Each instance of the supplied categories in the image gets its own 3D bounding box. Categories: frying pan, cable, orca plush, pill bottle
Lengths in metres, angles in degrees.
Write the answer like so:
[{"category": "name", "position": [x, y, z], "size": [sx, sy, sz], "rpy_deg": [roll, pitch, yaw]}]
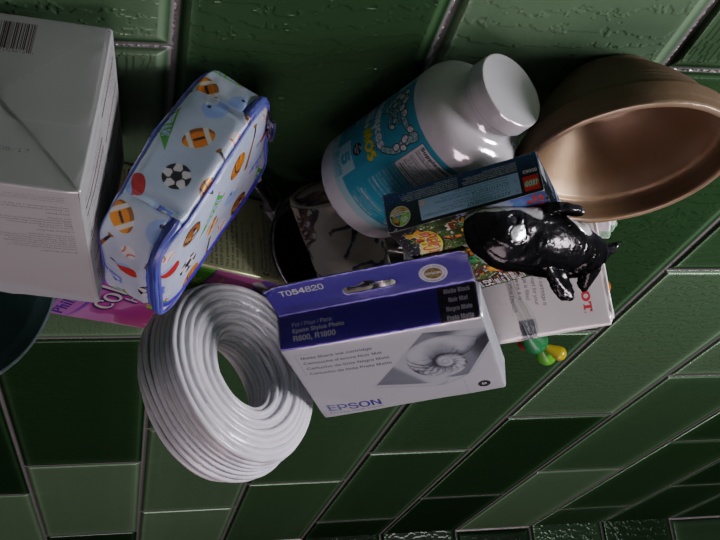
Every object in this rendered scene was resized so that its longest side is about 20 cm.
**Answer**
[{"category": "frying pan", "position": [-0.080, -0.038, 1.106], "size": [0.031, 0.115, 0.190], "rpy_deg": [-4, 162, 42]}, {"category": "cable", "position": [-0.129, 0.110, 1.075], "size": [0.069, 0.200, 0.200], "rpy_deg": [-29, 150, 31]}, {"category": "orca plush", "position": [0.164, 0.000, 0.936], "size": [0.105, 0.071, 0.200], "rpy_deg": [-20, 157, 25]}, {"category": "pill bottle", "position": [0.063, -0.114, 0.963], "size": [0.111, 0.111, 0.200], "rpy_deg": [14, 149, -38]}]

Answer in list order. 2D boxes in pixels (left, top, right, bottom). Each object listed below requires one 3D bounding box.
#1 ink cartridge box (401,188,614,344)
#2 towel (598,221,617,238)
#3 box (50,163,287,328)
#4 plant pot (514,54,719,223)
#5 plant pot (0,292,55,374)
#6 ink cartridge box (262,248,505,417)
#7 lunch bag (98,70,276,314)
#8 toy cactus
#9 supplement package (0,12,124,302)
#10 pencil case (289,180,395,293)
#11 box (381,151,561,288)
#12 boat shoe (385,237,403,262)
[{"category": "ink cartridge box", "position": [0.154, 0.000, 1.122], "size": [0.200, 0.145, 0.084], "rpy_deg": [-11, 178, 15]}, {"category": "towel", "position": [0.210, -0.079, 1.174], "size": [0.149, 0.031, 0.200], "rpy_deg": [-9, 156, 6]}, {"category": "box", "position": [-0.209, -0.013, 1.145], "size": [0.200, 0.097, 0.176], "rpy_deg": [14, 149, -37]}, {"category": "plant pot", "position": [0.233, -0.131, 0.981], "size": [0.200, 0.093, 0.201], "rpy_deg": [-7, 155, -3]}, {"category": "plant pot", "position": [-0.414, -0.001, 1.046], "size": [0.134, 0.201, 0.200], "rpy_deg": [13, 166, 29]}, {"category": "ink cartridge box", "position": [0.029, 0.068, 1.035], "size": [0.199, 0.041, 0.200], "rpy_deg": [-11, 143, 12]}, {"category": "lunch bag", "position": [-0.146, -0.067, 0.937], "size": [0.075, 0.200, 0.160], "rpy_deg": [29, 154, 7]}, {"category": "toy cactus", "position": [0.226, 0.049, 1.365], "size": [0.165, 0.102, 0.200], "rpy_deg": [-16, 147, -23]}, {"category": "supplement package", "position": [-0.282, -0.088, 0.874], "size": [0.151, 0.151, 0.200], "rpy_deg": [7, 154, -6]}, {"category": "pencil case", "position": [0.000, 0.000, 1.113], "size": [0.089, 0.200, 0.078], "rpy_deg": [-17, -161, 7]}, {"category": "box", "position": [0.117, -0.036, 0.979], "size": [0.136, 0.038, 0.200], "rpy_deg": [-16, 158, 16]}, {"category": "boat shoe", "position": [-0.004, -0.025, 1.203], "size": [0.200, 0.065, 0.074], "rpy_deg": [-5, 156, -2]}]
